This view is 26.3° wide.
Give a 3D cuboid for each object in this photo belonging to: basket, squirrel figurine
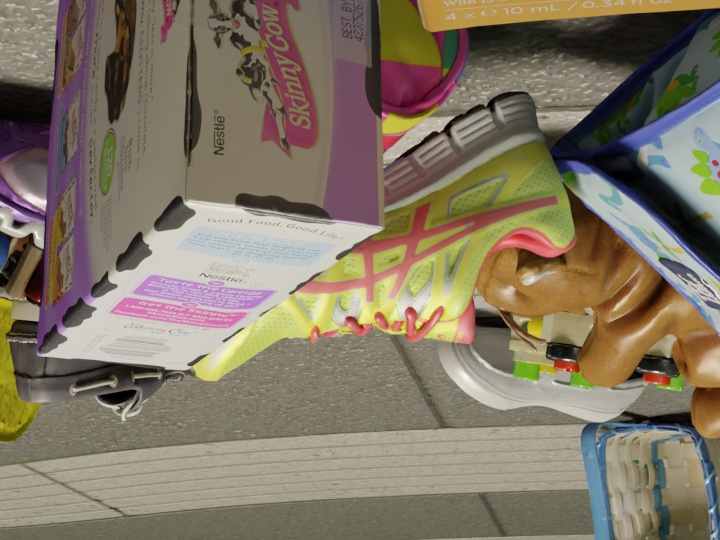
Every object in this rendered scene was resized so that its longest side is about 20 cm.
[{"bbox_3d":[0.289,0.236,1.521,0.139,0.178,0.199,-10,171,38],"label":"basket"},{"bbox_3d":[0.163,-0.020,0.849,0.186,0.142,0.200,19,142,-21],"label":"squirrel figurine"}]

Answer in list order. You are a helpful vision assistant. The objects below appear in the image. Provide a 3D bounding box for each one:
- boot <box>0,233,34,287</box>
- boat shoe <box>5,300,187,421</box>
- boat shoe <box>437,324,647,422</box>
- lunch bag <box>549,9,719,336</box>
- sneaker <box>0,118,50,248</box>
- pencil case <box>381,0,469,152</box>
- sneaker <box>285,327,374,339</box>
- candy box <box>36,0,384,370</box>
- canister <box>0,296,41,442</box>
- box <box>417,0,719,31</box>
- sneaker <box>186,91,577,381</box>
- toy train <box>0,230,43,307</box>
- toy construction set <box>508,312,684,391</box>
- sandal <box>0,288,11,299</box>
[{"bbox_3d":[-0.156,-0.019,0.914,0.154,0.077,0.200,10,167,-17],"label":"boot"},{"bbox_3d":[-0.160,0.061,0.959,0.072,0.063,0.200,2,171,17],"label":"boat shoe"},{"bbox_3d":[0.150,0.073,1.199,0.199,0.072,0.069,20,133,-32],"label":"boat shoe"},{"bbox_3d":[0.193,-0.032,0.670,0.170,0.128,0.200,43,150,-8],"label":"lunch bag"},{"bbox_3d":[-0.135,-0.048,0.798,0.199,0.089,0.081,28,-167,-15],"label":"sneaker"},{"bbox_3d":[-0.025,-0.077,0.703,0.088,0.089,0.200,7,158,-23],"label":"pencil case"},{"bbox_3d":[0.000,0.000,0.973,0.076,0.076,0.200,-2,174,-20],"label":"sneaker"},{"bbox_3d":[-0.063,-0.067,0.584,0.071,0.169,0.200,8,161,-23],"label":"candy box"},{"bbox_3d":[-0.307,0.036,0.940,0.199,0.087,0.149,15,174,15],"label":"canister"},{"bbox_3d":[0.066,-0.157,0.424,0.124,0.098,0.200,-3,162,8],"label":"box"},{"bbox_3d":[0.012,0.003,0.694,0.199,0.091,0.078,-31,-179,-4],"label":"sneaker"},{"bbox_3d":[-0.164,0.008,0.823,0.046,0.034,0.200,30,180,45],"label":"toy train"},{"bbox_3d":[0.185,0.041,1.039,0.199,0.093,0.131,-10,167,28],"label":"toy construction set"},{"bbox_3d":[-0.214,0.040,1.100,0.201,0.083,0.050,-2,-155,-1],"label":"sandal"}]
